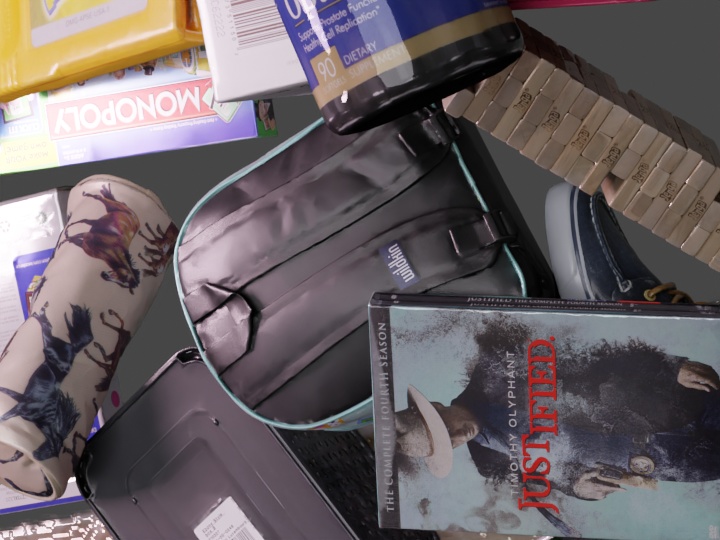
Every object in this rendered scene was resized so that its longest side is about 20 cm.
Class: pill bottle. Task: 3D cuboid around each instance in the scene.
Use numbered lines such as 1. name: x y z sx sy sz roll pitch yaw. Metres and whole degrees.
1. pill bottle: -0.003 -0.180 1.417 0.111 0.112 0.201 -25 88 26

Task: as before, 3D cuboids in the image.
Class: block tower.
1. block tower: 0.141 -0.072 1.551 0.199 0.054 0.058 28 110 -16

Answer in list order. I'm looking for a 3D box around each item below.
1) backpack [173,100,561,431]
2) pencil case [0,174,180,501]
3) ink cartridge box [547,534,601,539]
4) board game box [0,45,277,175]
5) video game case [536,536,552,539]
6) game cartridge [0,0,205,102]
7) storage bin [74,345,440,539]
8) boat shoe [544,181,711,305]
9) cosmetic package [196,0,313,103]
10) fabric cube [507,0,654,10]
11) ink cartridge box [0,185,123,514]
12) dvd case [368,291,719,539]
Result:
1. backpack: 0.000 0.000 1.626 0.199 0.153 0.176 -30 82 9
2. pencil case: -0.181 0.043 1.711 0.078 0.089 0.201 28 70 -11
3. ink cartridge box: 0.078 0.249 1.598 0.084 0.145 0.200 45 113 16
4. board game box: -0.153 -0.139 1.758 0.199 0.029 0.135 -7 91 26
5. video game case: 0.188 0.215 1.633 0.200 0.023 0.183 -33 81 25
6. game cartridge: -0.170 -0.206 1.694 0.199 0.032 0.177 -11 79 43
7. storage bin: -0.063 0.151 1.709 0.135 0.094 0.200 -44 76 23
8. boat shoe: 0.177 0.032 1.589 0.091 0.071 0.201 -22 81 24
9. cosmetic package: -0.018 -0.155 1.594 0.071 0.200 0.102 -11 90 27
10. fabric cube: 0.098 -0.246 1.531 0.195 0.200 0.201 -2 97 25
11. ink cartridge box: -0.209 0.052 1.802 0.094 0.037 0.201 -11 88 26
12. dvd case: 0.106 0.083 1.544 0.199 0.022 0.147 3 116 11
